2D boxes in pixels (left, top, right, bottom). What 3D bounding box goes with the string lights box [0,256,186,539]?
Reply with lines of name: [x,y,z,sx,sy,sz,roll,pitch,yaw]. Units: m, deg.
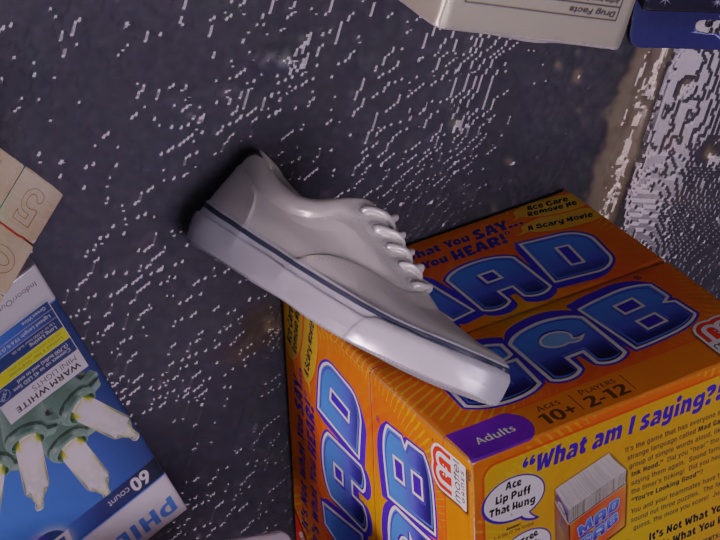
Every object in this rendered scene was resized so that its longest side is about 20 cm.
string lights box: [-0.181,0.081,1.323,0.103,0.059,0.200,-38,132,-12]

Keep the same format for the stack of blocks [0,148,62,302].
stack of blocks: [-0.242,0.023,1.206,0.059,0.115,0.200,38,77,-43]

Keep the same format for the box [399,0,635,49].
box: [0.089,-0.228,1.294,0.128,0.109,0.200,3,115,-37]

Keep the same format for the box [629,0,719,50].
box: [0.223,-0.211,1.421,0.121,0.032,0.200,1,120,-7]

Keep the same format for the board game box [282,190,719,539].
board game box: [0.093,0.107,1.436,0.200,0.200,0.200,-19,126,-25]

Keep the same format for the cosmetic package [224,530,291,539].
cosmetic package: [-0.115,0.268,1.364,0.166,0.168,0.200,-8,150,-32]

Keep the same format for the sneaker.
sneaker: [0.000,0.000,1.316,0.071,0.200,0.073,-59,160,0]
